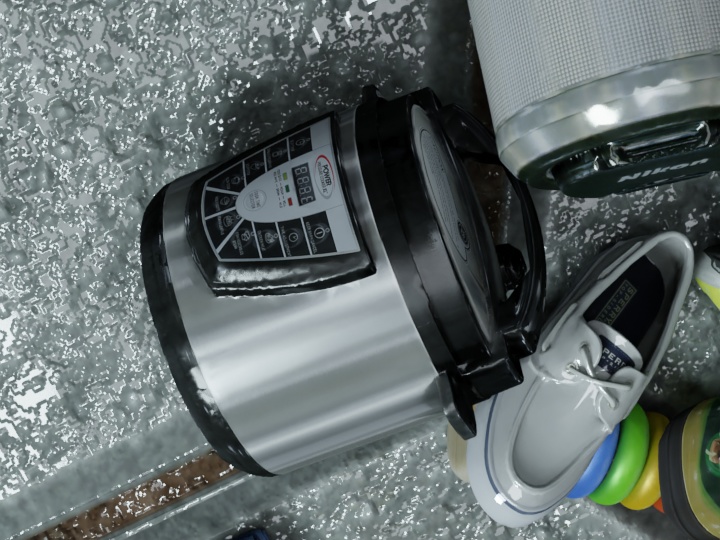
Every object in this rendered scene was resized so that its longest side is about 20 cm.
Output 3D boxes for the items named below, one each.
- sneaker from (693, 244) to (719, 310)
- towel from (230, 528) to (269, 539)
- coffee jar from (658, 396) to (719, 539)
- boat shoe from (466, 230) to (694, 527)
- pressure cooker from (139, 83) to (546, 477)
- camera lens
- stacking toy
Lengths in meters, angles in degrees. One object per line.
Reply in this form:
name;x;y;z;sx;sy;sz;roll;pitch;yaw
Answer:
sneaker;0.267;0.063;0.993;0.200;0.075;0.077;40;100;-10
towel;-0.063;0.266;1.047;0.111;0.049;0.201;-28;106;5
coffee jar;0.249;0.098;0.895;0.103;0.200;0.086;7;72;-23
boat shoe;0.124;0.051;0.930;0.073;0.065;0.201;36;58;-9
pressure cooker;0.001;0.000;0.905;0.198;0.179;0.177;-20;103;11
camera lens;0.133;-0.148;0.857;0.158;0.160;0.202;-11;82;1
stacking toy;0.155;0.107;1.005;0.198;0.085;0.086;17;104;-14
